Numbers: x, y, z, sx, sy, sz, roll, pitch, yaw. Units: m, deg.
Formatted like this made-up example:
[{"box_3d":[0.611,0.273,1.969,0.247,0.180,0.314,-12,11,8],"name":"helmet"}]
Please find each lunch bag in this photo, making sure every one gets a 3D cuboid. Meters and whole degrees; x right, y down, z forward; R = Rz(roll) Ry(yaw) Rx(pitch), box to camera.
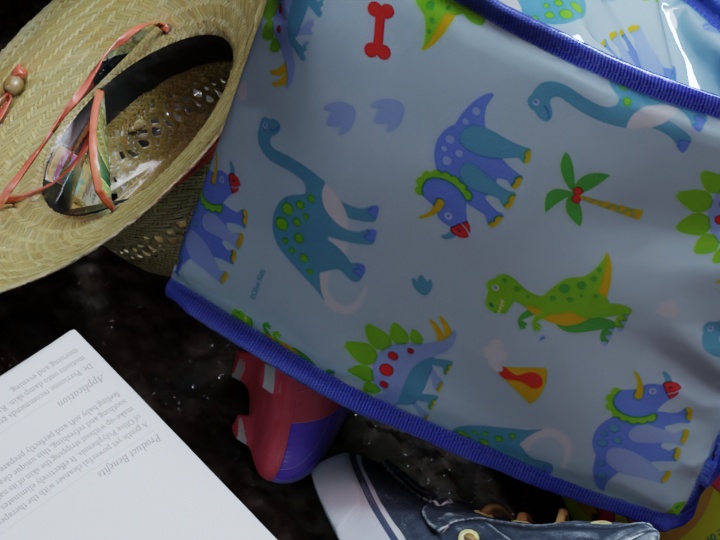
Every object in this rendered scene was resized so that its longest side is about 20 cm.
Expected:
[{"box_3d":[0.059,-0.027,1.027,0.200,0.170,0.127,31,33,19],"name":"lunch bag"}]

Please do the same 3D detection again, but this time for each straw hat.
[{"box_3d":[-0.072,-0.044,1.142,0.085,0.201,0.201,43,44,-30],"name":"straw hat"}]

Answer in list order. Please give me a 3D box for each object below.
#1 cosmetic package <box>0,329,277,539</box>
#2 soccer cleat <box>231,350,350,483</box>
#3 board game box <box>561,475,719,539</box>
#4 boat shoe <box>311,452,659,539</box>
[{"box_3d":[-0.078,0.132,1.031,0.108,0.085,0.200,-32,70,-32],"name":"cosmetic package"},{"box_3d":[0.000,0.000,1.165,0.076,0.067,0.200,17,49,-9],"name":"soccer cleat"},{"box_3d":[0.101,0.021,1.122,0.048,0.102,0.200,-11,70,-41],"name":"board game box"},{"box_3d":[0.056,0.111,1.046,0.091,0.071,0.200,-32,36,-5],"name":"boat shoe"}]
